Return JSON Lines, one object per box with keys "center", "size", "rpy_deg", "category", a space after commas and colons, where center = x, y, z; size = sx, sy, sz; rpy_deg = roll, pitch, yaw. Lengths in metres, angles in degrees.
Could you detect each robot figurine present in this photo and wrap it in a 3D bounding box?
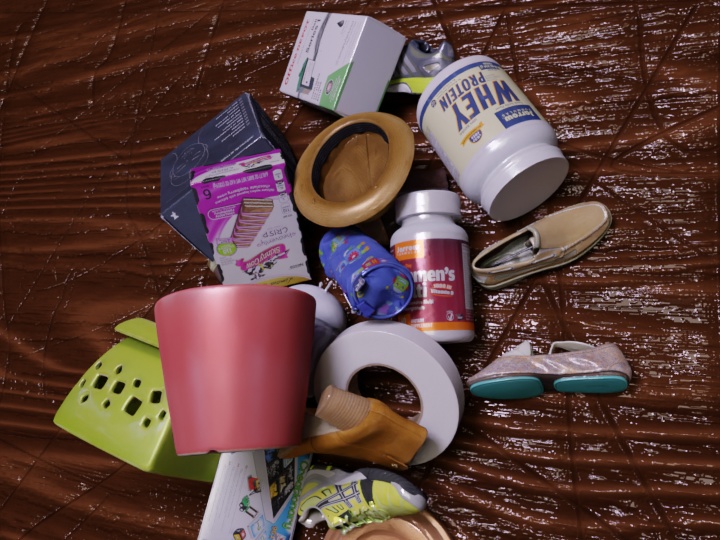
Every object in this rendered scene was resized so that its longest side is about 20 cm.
{"center": [-0.092, 0.106, 0.850], "size": [0.169, 0.113, 0.200], "rpy_deg": [6, 68, 62], "category": "robot figurine"}

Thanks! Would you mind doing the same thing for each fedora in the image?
{"center": [-0.001, -0.133, 0.831], "size": [0.200, 0.082, 0.201], "rpy_deg": [-12, 57, 19], "category": "fedora"}

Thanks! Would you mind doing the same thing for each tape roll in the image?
{"center": [0.035, 0.163, 0.761], "size": [0.202, 0.037, 0.203], "rpy_deg": [9, 114, 20], "category": "tape roll"}

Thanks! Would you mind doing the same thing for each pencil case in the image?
{"center": [0.000, 0.000, 0.779], "size": [0.087, 0.078, 0.200], "rpy_deg": [-40, 26, -2], "category": "pencil case"}

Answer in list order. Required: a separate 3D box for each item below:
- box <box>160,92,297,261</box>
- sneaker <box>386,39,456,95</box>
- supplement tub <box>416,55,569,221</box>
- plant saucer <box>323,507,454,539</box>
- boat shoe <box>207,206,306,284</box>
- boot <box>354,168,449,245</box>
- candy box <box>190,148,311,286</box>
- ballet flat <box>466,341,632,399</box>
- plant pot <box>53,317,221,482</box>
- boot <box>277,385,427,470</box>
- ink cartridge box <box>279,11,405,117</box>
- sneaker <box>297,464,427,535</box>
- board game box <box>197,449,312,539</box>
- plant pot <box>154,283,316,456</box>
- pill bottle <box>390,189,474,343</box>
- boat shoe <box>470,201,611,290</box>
{"center": [-0.214, -0.157, 0.952], "size": [0.200, 0.124, 0.197], "rpy_deg": [-35, 36, 8], "category": "box"}
{"center": [0.077, -0.323, 0.926], "size": [0.200, 0.074, 0.081], "rpy_deg": [18, 113, 40], "category": "sneaker"}
{"center": [0.183, -0.185, 0.818], "size": [0.145, 0.145, 0.200], "rpy_deg": [-33, 63, 9], "category": "supplement tub"}
{"center": [0.033, 0.396, 0.747], "size": [0.200, 0.032, 0.201], "rpy_deg": [-7, 71, 21], "category": "plant saucer"}
{"center": [-0.156, -0.042, 0.961], "size": [0.200, 0.073, 0.065], "rpy_deg": [-34, 82, 10], "category": "boat shoe"}
{"center": [0.050, -0.135, 0.915], "size": [0.166, 0.072, 0.201], "rpy_deg": [-14, 66, 5], "category": "boot"}
{"center": [-0.159, -0.065, 0.866], "size": [0.136, 0.200, 0.061], "rpy_deg": [-15, 34, -6], "category": "candy box"}
{"center": [0.236, 0.125, 0.745], "size": [0.199, 0.068, 0.067], "rpy_deg": [-5, 51, 16], "category": "ballet flat"}
{"center": [-0.280, 0.187, 0.861], "size": [0.199, 0.199, 0.182], "rpy_deg": [15, 73, 27], "category": "plant pot"}
{"center": [-0.014, 0.225, 0.750], "size": [0.144, 0.201, 0.071], "rpy_deg": [30, 47, -10], "category": "boot"}
{"center": [-0.036, -0.329, 0.939], "size": [0.200, 0.084, 0.146], "rpy_deg": [35, 107, 50], "category": "ink cartridge box"}
{"center": [0.000, 0.300, 0.744], "size": [0.200, 0.075, 0.077], "rpy_deg": [-17, 39, 41], "category": "sneaker"}
{"center": [-0.142, 0.302, 0.820], "size": [0.126, 0.035, 0.201], "rpy_deg": [15, 77, -3], "category": "board game box"}
{"center": [-0.147, 0.126, 0.698], "size": [0.200, 0.200, 0.178], "rpy_deg": [-10, 72, 19], "category": "plant pot"}
{"center": [0.096, -0.001, 0.796], "size": [0.109, 0.110, 0.201], "rpy_deg": [-6, 81, 21], "category": "pill bottle"}
{"center": [0.242, -0.037, 0.782], "size": [0.200, 0.076, 0.072], "rpy_deg": [-31, 63, 10], "category": "boat shoe"}
